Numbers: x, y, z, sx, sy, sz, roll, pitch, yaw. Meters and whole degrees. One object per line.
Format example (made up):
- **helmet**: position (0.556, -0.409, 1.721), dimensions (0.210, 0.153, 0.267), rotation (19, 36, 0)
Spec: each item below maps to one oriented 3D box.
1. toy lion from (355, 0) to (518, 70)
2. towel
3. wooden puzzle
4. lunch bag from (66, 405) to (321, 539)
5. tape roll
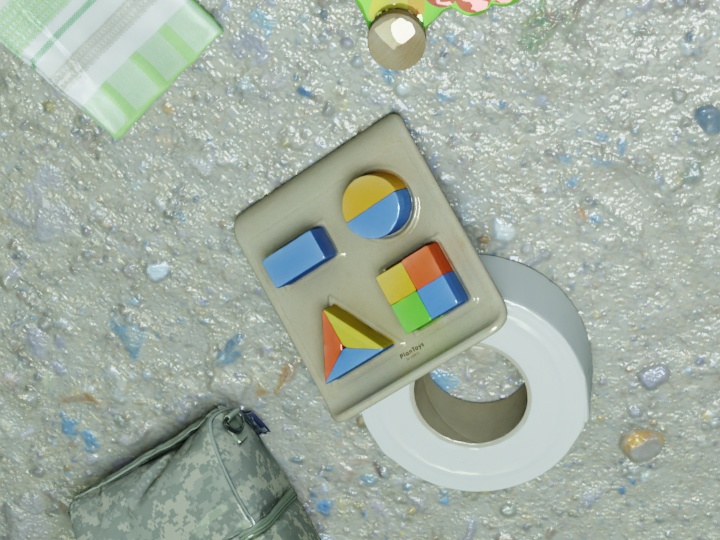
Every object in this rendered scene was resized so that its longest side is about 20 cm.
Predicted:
- **toy lion**: position (0.042, -0.268, 1.450), dimensions (0.200, 0.069, 0.192), rotation (40, 111, -13)
- **towel**: position (-0.229, -0.215, 1.539), dimensions (0.200, 0.031, 0.149), rotation (42, 118, -14)
- **wooden puzzle**: position (0.000, 0.000, 1.559), dimensions (0.185, 0.046, 0.201), rotation (-32, 80, 24)
- **lunch bag**: position (-0.152, 0.234, 1.716), dimensions (0.199, 0.139, 0.169), rotation (-31, 93, 20)
- **tape roll**: position (0.099, 0.089, 1.630), dimensions (0.200, 0.071, 0.204), rotation (4, 119, 7)
